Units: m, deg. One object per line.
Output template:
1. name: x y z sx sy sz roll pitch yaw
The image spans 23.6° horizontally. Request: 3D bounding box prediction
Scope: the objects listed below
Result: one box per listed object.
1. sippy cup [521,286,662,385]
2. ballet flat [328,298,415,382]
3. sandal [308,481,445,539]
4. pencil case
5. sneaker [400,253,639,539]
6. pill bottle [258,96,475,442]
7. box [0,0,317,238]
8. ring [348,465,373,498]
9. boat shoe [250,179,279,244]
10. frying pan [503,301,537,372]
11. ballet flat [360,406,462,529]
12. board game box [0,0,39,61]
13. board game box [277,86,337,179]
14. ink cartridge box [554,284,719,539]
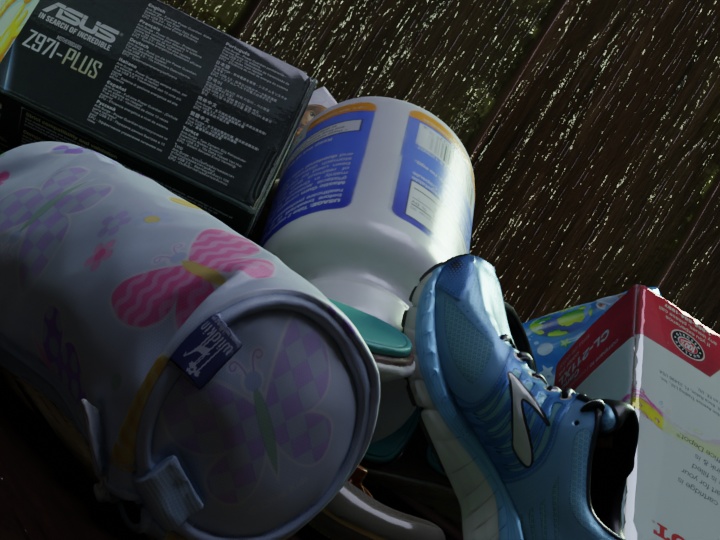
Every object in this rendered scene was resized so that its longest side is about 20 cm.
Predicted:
1. sippy cup: 0.159 0.078 1.153 0.140 0.130 0.179 50 20 -46
2. ballet flat: -0.076 0.024 0.766 0.199 0.070 0.069 22 1 -8
3. sandal: -0.045 0.058 0.709 0.199 0.055 0.082 31 -1 0
4. pencil case: -0.076 0.020 0.578 0.083 0.091 0.200 49 -10 -35
5. sneaker: 0.084 0.075 0.777 0.078 0.090 0.201 33 32 -53
6. pill bottle: 0.000 0.000 0.904 0.112 0.112 0.200 32 31 -12
7. box: -0.142 -0.070 0.881 0.199 0.086 0.164 25 -28 -3
8. ring: -0.074 0.064 0.894 0.200 0.019 0.200 33 0 0
9. boat shoe: -0.120 -0.031 1.012 0.199 0.074 0.063 -4 12 -16
10. frying pan: 0.079 0.108 0.899 0.031 0.191 0.115 -10 -30 18
11. ballet flat: 0.032 0.112 0.992 0.199 0.067 0.063 26 -41 19
12. board game box: -0.188 -0.120 0.661 0.105 0.201 0.103 32 0 5
13. board game box: 0.006 0.015 1.149 0.200 0.041 0.200 52 -25 27
14. ink cartridge box: 0.172 0.126 0.895 0.145 0.083 0.201 33 37 -13
